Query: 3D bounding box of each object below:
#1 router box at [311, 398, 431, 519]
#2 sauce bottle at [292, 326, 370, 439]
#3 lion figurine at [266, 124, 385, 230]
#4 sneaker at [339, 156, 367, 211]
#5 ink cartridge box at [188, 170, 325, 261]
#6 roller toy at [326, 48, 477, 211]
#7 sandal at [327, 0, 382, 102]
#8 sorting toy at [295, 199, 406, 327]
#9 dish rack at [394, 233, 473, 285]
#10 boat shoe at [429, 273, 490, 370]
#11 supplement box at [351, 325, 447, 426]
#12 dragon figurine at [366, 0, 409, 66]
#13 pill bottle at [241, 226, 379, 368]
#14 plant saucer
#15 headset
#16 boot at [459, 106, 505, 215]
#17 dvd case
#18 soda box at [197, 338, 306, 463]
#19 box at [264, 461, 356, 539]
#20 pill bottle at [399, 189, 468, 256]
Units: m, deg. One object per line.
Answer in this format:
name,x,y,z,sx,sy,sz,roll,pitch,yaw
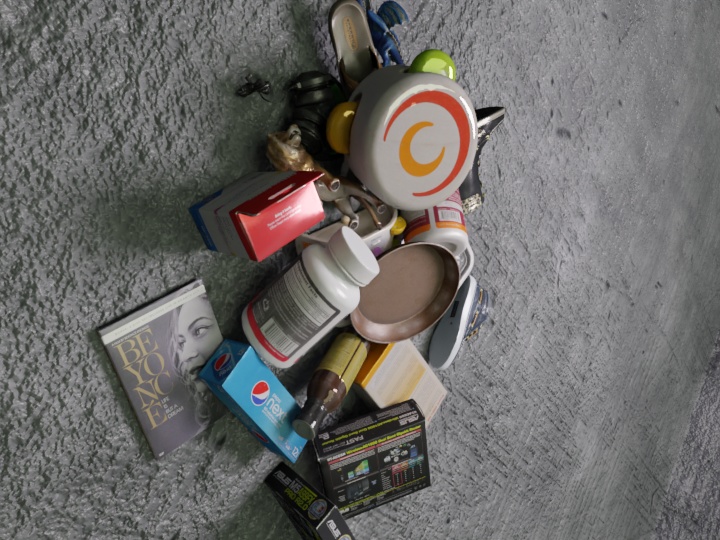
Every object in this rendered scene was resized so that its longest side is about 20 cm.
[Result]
router box,0.021,0.327,0.910,0.192,0.062,0.155,-15,117,-14
sauce bottle,-0.046,0.175,0.841,0.201,0.063,0.067,-53,130,-49
lion figurine,-0.050,-0.125,0.773,0.073,0.123,0.198,-49,142,7
sneaker,0.032,-0.185,0.863,0.206,0.089,0.078,-65,160,-9
ink cartridge box,-0.128,-0.074,0.685,0.115,0.197,0.069,-36,118,-28
roller toy,0.064,-0.192,0.764,0.197,0.140,0.185,-36,122,-2
sandal,0.008,-0.299,0.794,0.079,0.055,0.206,-21,114,-6
sorting toy,0.000,0.000,0.892,0.196,0.106,0.186,-28,133,-34
dish rack,0.135,-0.034,1.019,0.173,0.043,0.203,-48,124,-25
boat shoe,0.212,0.117,1.088,0.090,0.070,0.207,31,75,-34
supplement box,0.065,0.208,0.976,0.127,0.072,0.202,-50,123,-22
dragon figurine,0.037,-0.373,0.819,0.058,0.200,0.101,-32,154,-26
pill bottle,-0.069,0.036,0.754,0.199,0.112,0.110,-41,128,16
plant saucer,0.069,0.032,0.856,0.193,0.035,0.206,-14,132,-15
headset,-0.087,-0.239,0.794,0.197,0.091,0.129,10,84,-55
boot,0.223,-0.219,1.048,0.201,0.072,0.158,-37,122,-26
dvd case,-0.252,0.136,0.732,0.146,0.016,0.207,-29,115,-33
soda box,-0.148,0.196,0.785,0.069,0.062,0.203,-54,132,-30
box,-0.060,0.421,0.849,0.044,0.157,0.205,-38,118,-28
pill bottle,0.116,-0.127,0.903,0.107,0.108,0.208,13,61,-40
